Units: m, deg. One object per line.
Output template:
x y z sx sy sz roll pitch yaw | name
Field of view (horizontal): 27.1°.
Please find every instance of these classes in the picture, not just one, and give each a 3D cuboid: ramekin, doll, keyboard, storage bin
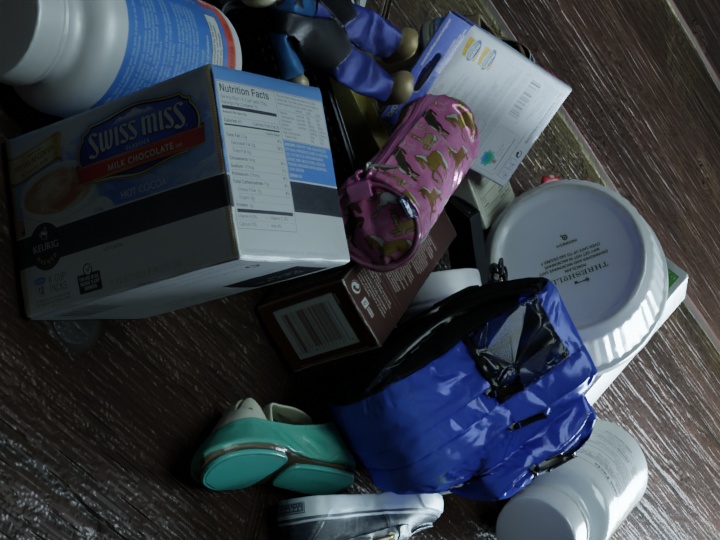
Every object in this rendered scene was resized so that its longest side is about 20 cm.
0.212 0.001 1.515 0.094 0.200 0.204 60 27 -68 | ramekin
-0.032 -0.208 1.237 0.199 0.048 0.138 21 70 -47 | doll
0.122 0.029 1.478 0.127 0.020 0.202 -132 -153 -58 | keyboard
-0.089 -0.119 1.246 0.135 0.093 0.202 -30 104 -58 | storage bin

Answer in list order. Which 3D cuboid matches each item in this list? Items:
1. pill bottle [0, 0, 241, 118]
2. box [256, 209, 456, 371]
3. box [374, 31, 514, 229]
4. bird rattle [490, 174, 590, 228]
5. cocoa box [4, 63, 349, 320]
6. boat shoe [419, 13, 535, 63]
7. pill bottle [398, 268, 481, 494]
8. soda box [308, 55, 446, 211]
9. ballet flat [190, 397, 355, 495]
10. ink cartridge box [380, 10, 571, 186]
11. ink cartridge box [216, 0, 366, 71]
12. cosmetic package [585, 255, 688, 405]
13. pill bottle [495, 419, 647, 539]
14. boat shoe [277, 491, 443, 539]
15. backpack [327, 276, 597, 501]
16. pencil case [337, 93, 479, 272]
-0.187 -0.162 1.084 0.199 0.111 0.113 8 71 -56 | pill bottle
0.000 0.000 1.333 0.075 0.099 0.200 59 36 -18 | box
0.078 -0.140 1.534 0.095 0.077 0.202 -43 115 -56 | box
0.217 -0.028 1.702 0.162 0.112 0.202 18 59 -36 | bird rattle
-0.130 -0.049 1.049 0.133 0.199 0.133 2 76 -57 | cocoa box
0.138 -0.193 1.506 0.200 0.072 0.073 31 51 -51 | boat shoe
0.085 0.105 1.411 0.119 0.119 0.202 3 76 -57 | pill bottle
0.007 -0.117 1.425 0.201 0.064 0.068 62 34 -22 | soda box
-0.078 0.140 1.204 0.199 0.067 0.071 18 41 -55 | ballet flat
0.104 -0.166 1.421 0.199 0.120 0.042 21 18 -47 | ink cartridge box
-0.059 -0.299 1.371 0.147 0.085 0.201 49 42 -37 | ink cartridge box
0.244 0.059 1.585 0.200 0.107 0.085 -49 162 -8 | cosmetic package
0.222 0.243 1.583 0.200 0.114 0.115 -29 103 -58 | pill bottle
0.003 0.239 1.285 0.199 0.070 0.092 7 74 -50 | boat shoe
0.086 0.113 1.263 0.199 0.162 0.169 -28 89 -18 | backpack
0.042 -0.080 1.279 0.082 0.087 0.200 33 35 2 | pencil case
